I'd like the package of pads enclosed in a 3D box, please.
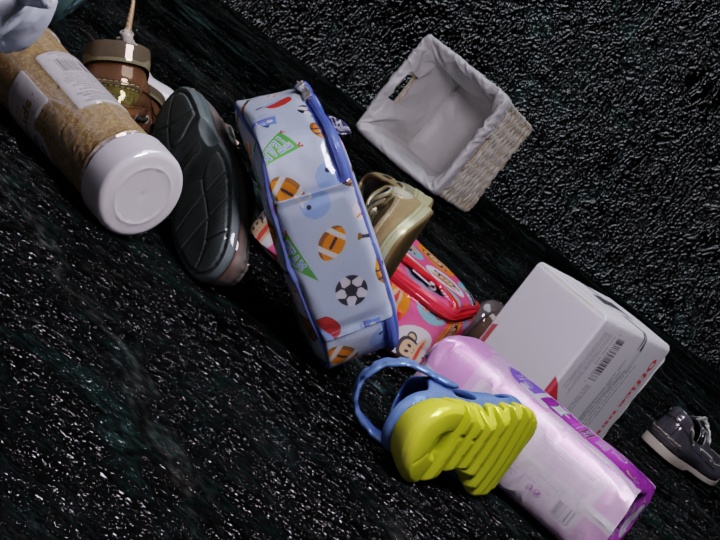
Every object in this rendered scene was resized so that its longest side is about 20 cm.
[{"bbox_3d":[0.130,0.134,1.590,0.200,0.076,0.120,40,9,13],"label":"package of pads"}]

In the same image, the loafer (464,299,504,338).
[{"bbox_3d":[0.158,0.085,2.073,0.071,0.073,0.200,53,18,24],"label":"loafer"}]

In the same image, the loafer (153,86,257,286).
[{"bbox_3d":[-0.103,-0.060,1.529,0.063,0.072,0.201,26,30,-35],"label":"loafer"}]

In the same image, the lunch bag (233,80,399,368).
[{"bbox_3d":[-0.034,-0.040,1.519,0.160,0.075,0.201,-117,-169,-66],"label":"lunch bag"}]

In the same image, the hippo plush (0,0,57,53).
[{"bbox_3d":[-0.253,-0.143,1.111,0.159,0.161,0.200,40,8,9],"label":"hippo plush"}]

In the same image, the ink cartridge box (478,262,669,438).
[{"bbox_3d":[0.174,0.087,1.806,0.084,0.145,0.200,41,8,26],"label":"ink cartridge box"}]

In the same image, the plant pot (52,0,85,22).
[{"bbox_3d":[-0.296,-0.334,1.943,0.161,0.200,0.201,49,7,-6],"label":"plant pot"}]

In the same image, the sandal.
[{"bbox_3d":[0.059,0.104,1.449,0.087,0.080,0.200,38,5,28],"label":"sandal"}]

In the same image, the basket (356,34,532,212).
[{"bbox_3d":[0.142,-0.232,3.322,0.200,0.199,0.161,42,7,29],"label":"basket"}]

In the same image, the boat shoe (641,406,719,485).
[{"bbox_3d":[0.401,0.207,2.461,0.073,0.063,0.200,43,9,31],"label":"boat shoe"}]

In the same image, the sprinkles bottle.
[{"bbox_3d":[-0.201,-0.104,1.468,0.068,0.068,0.200,29,12,-48],"label":"sprinkles bottle"}]

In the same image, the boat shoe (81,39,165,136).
[{"bbox_3d":[-0.194,-0.119,1.613,0.071,0.069,0.200,4,-12,1],"label":"boat shoe"}]

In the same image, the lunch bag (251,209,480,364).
[{"bbox_3d":[0.000,0.000,1.781,0.200,0.082,0.176,39,12,11],"label":"lunch bag"}]

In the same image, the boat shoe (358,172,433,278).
[{"bbox_3d":[0.017,-0.042,1.659,0.063,0.073,0.201,34,14,-2],"label":"boat shoe"}]

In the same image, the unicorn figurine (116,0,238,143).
[{"bbox_3d":[-0.192,-0.164,1.903,0.200,0.074,0.137,53,0,5],"label":"unicorn figurine"}]
